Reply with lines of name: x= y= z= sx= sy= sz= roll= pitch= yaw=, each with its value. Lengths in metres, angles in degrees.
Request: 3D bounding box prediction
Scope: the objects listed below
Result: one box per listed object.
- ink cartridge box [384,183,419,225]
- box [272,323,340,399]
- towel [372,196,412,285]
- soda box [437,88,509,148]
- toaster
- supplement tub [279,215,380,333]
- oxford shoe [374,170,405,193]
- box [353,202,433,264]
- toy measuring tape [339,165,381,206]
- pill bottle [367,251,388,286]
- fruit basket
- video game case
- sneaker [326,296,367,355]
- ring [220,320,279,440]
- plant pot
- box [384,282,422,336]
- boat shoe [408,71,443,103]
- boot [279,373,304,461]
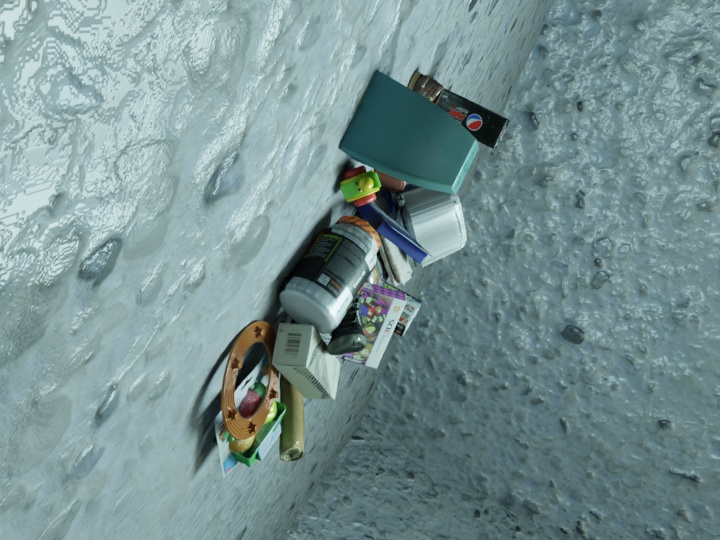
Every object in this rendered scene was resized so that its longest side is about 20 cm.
ink cartridge box: x=0.094 y=-0.177 z=1.575 sx=0.201 sy=0.044 sz=0.095 roll=100 pitch=-21 yaw=-58
box: x=-0.097 y=0.173 z=1.273 sx=0.200 sy=0.067 sz=0.083 roll=62 pitch=32 yaw=-61
towel: x=0.063 y=-0.067 z=1.507 sx=0.034 sy=0.202 sz=0.132 roll=-21 pitch=-177 yaw=16
soda box: x=0.219 y=-0.336 z=1.482 sx=0.071 sy=0.198 sz=0.063 roll=-65 pitch=168 yaw=18
toaster: x=0.152 y=-0.110 z=1.497 sx=0.114 sy=0.128 sz=0.201 roll=-112 pitch=-178 yaw=-48
supplement tub: x=-0.050 y=0.003 z=1.248 sx=0.201 sy=0.121 sz=0.123 roll=-56 pitch=168 yaw=-29
oxford shoe: x=0.073 y=-0.227 z=1.421 sx=0.200 sy=0.070 sz=0.075 roll=95 pitch=17 yaw=-70
box: x=0.063 y=-0.077 z=1.345 sx=0.033 sy=0.121 sz=0.200 roll=-52 pitch=-154 yaw=7
toy measuring tape: x=-0.005 y=-0.156 z=1.273 sx=0.074 sy=0.073 sz=0.200 roll=-63 pitch=-173 yaw=3
pill bottle: x=0.000 y=0.000 z=1.496 sx=0.118 sy=0.115 sz=0.200 roll=-66 pitch=169 yaw=19
fruit basket: x=-0.200 y=0.264 z=1.261 sx=0.186 sy=0.093 sz=0.201 roll=-53 pitch=163 yaw=-41
video game case: x=-0.028 y=0.100 z=1.405 sx=0.036 sy=0.197 sz=0.183 roll=-92 pitch=-158 yaw=-60
sneaker: x=-0.030 y=0.100 z=1.289 sx=0.199 sy=0.075 sz=0.116 roll=64 pitch=16 yaw=-84
ring: x=-0.178 y=0.187 z=1.168 sx=0.200 sy=0.019 sz=0.204 roll=6 pitch=90 yaw=-71
plant pot: x=0.094 y=-0.219 z=1.178 sx=0.143 sy=0.198 sz=0.141 roll=-63 pitch=170 yaw=6
box: x=0.035 y=0.065 z=1.600 sx=0.110 sy=0.198 sz=0.035 roll=-48 pitch=163 yaw=-50
boat shoe: x=0.117 y=-0.310 z=1.421 sx=0.071 sy=0.070 sz=0.201 roll=-55 pitch=168 yaw=-38
boot: x=-0.133 y=0.263 z=1.389 sx=0.176 sy=0.065 sz=0.202 roll=102 pitch=-12 yaw=-58
